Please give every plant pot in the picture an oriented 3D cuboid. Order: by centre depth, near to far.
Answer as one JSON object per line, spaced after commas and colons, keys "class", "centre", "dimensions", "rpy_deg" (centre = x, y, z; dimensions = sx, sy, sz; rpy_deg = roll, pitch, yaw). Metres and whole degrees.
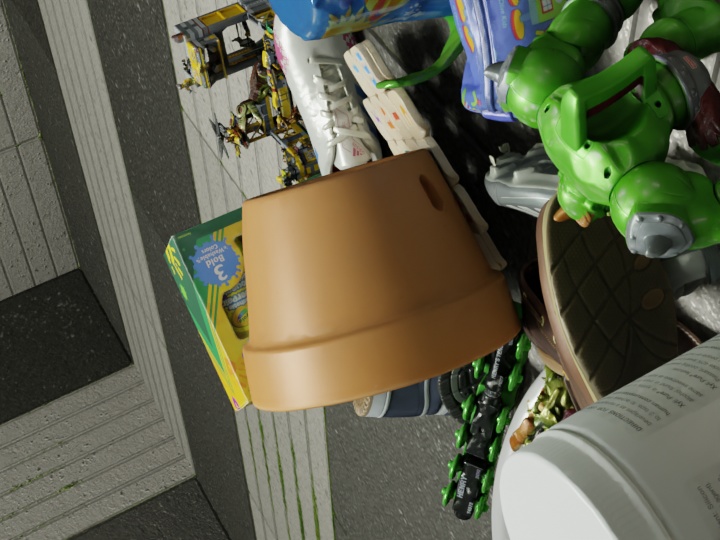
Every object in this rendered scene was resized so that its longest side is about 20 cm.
{"class": "plant pot", "centre": [0.000, 0.000, 0.874], "dimensions": [0.200, 0.198, 0.141], "rpy_deg": [2, 109, 70]}

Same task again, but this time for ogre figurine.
{"class": "ogre figurine", "centre": [0.144, -0.078, 0.614], "dimensions": [0.201, 0.119, 0.098], "rpy_deg": [62, 161, 16]}

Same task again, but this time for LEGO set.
{"class": "LEGO set", "centre": [-0.112, -0.169, 1.226], "dimensions": [0.154, 0.115, 0.201], "rpy_deg": [51, 157, 39]}

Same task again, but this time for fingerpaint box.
{"class": "fingerpaint box", "centre": [-0.059, 0.012, 1.170], "dimensions": [0.168, 0.199, 0.073], "rpy_deg": [65, 161, 6]}

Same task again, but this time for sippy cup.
{"class": "sippy cup", "centre": [0.001, -0.219, 0.828], "dimensions": [0.179, 0.129, 0.140], "rpy_deg": [59, 161, 20]}

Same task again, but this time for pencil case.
{"class": "pencil case", "centre": [0.079, -0.184, 0.724], "dimensions": [0.078, 0.087, 0.202], "rpy_deg": [11, 127, 42]}

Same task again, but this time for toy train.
{"class": "toy train", "centre": [0.104, 0.113, 0.993], "dimensions": [0.041, 0.056, 0.202], "rpy_deg": [20, 122, 16]}

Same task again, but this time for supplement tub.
{"class": "supplement tub", "centre": [0.182, 0.101, 0.599], "dimensions": [0.132, 0.199, 0.133], "rpy_deg": [54, 159, 32]}

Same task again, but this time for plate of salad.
{"class": "plate of salad", "centre": [0.139, 0.146, 0.870], "dimensions": [0.200, 0.048, 0.202], "rpy_deg": [-46, 34, 46]}

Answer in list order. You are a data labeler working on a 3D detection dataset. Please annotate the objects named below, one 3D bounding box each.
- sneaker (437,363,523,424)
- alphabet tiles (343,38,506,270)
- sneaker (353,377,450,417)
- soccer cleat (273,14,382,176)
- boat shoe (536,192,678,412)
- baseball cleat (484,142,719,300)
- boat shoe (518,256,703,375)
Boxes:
{"class": "sneaker", "centre": [0.081, 0.038, 1.035], "dimensions": [0.091, 0.075, 0.202], "rpy_deg": [-103, -7, -66]}
{"class": "alphabet tiles", "centre": [0.049, -0.087, 0.962], "dimensions": [0.201, 0.015, 0.196], "rpy_deg": [58, 177, -7]}
{"class": "sneaker", "centre": [0.056, 0.033, 1.104], "dimensions": [0.070, 0.107, 0.202], "rpy_deg": [171, 105, -74]}
{"class": "soccer cleat", "centre": [-0.018, -0.139, 1.070], "dimensions": [0.087, 0.069, 0.201], "rpy_deg": [-111, 1, -55]}
{"class": "boat shoe", "centre": [0.140, 0.052, 0.696], "dimensions": [0.202, 0.071, 0.067], "rpy_deg": [69, 159, -1]}
{"class": "baseball cleat", "centre": [0.143, -0.025, 0.765], "dimensions": [0.200, 0.069, 0.107], "rpy_deg": [21, 132, 66]}
{"class": "boat shoe", "centre": [0.159, 0.042, 0.798], "dimensions": [0.200, 0.070, 0.071], "rpy_deg": [28, 142, 63]}
